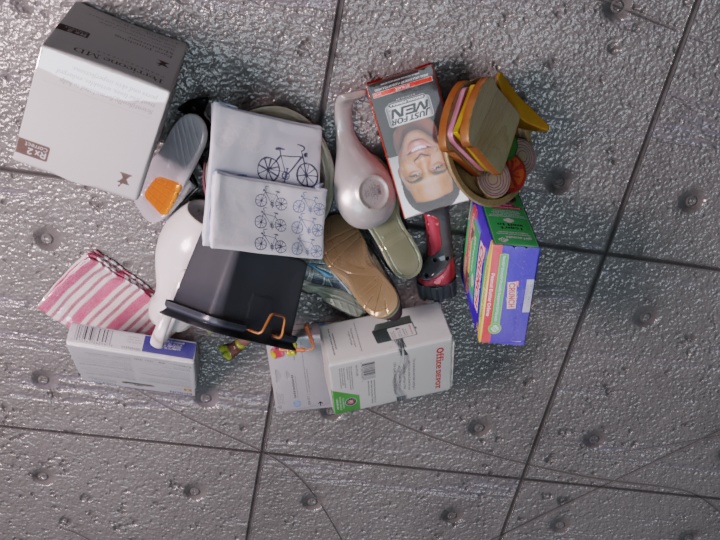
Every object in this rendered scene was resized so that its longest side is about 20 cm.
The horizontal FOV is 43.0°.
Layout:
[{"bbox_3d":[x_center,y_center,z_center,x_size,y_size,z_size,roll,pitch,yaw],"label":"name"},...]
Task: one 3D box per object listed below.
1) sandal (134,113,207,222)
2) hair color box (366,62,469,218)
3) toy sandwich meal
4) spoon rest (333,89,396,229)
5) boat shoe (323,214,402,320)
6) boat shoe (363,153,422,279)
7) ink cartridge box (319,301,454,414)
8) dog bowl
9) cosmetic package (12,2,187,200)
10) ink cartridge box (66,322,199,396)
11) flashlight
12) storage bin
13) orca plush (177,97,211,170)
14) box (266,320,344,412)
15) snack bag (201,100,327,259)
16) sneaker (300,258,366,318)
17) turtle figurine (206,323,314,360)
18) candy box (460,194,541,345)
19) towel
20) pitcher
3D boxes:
[{"bbox_3d":[-0.262,-0.146,1.334,0.207,0.059,0.079,-45,73,36],"label":"sandal"},{"bbox_3d":[0.083,-0.187,1.316,0.101,0.061,0.200,-17,104,6],"label":"hair color box"},{"bbox_3d":[0.192,-0.188,1.292,0.070,0.205,0.205,0,135,50],"label":"toy sandwich meal"},{"bbox_3d":[-0.001,-0.160,1.335,0.099,0.061,0.201,-15,102,-24],"label":"spoon rest"},{"bbox_3d":[0.000,0.000,1.394,0.072,0.200,0.065,-37,151,0],"label":"boat shoe"},{"bbox_3d":[0.034,-0.082,1.400,0.074,0.066,0.200,-30,98,-10],"label":"boat shoe"},{"bbox_3d":[0.043,0.140,1.458,0.199,0.083,0.147,-11,139,-7],"label":"ink cartridge box"},{"bbox_3d":[-0.136,-0.131,1.304,0.200,0.200,0.074,47,152,-26],"label":"dog bowl"},{"bbox_3d":[-0.339,-0.227,1.212,0.164,0.200,0.165,18,118,-14],"label":"cosmetic package"},{"bbox_3d":[-0.360,0.147,1.473,0.196,0.043,0.200,9,158,-6],"label":"ink cartridge box"},{"bbox_3d":[0.111,-0.050,1.430,0.068,0.068,0.200,13,126,37],"label":"flashlight"},{"bbox_3d":[-0.162,0.028,1.307,0.200,0.145,0.135,19,88,-52],"label":"storage bin"},{"bbox_3d":[-0.193,-0.158,1.337,0.105,0.071,0.200,-16,120,5],"label":"orca plush"},{"bbox_3d":[-0.053,0.162,1.555,0.199,0.041,0.156,-6,120,-2],"label":"box"},{"bbox_3d":[-0.125,-0.120,1.253,0.188,0.021,0.201,7,84,-37],"label":"snack bag"},{"bbox_3d":[-0.069,-0.002,1.450,0.200,0.078,0.086,27,86,-9],"label":"sneaker"},{"bbox_3d":[-0.173,0.066,1.470,0.161,0.064,0.200,-29,107,23],"label":"turtle figurine"},{"bbox_3d":[0.207,-0.012,1.377,0.077,0.200,0.169,1,120,-5],"label":"candy box"},{"bbox_3d":[-0.402,0.070,1.483,0.200,0.030,0.146,39,112,-23],"label":"towel"},{"bbox_3d":[-0.261,0.008,1.373,0.121,0.172,0.200,22,118,-10],"label":"pitcher"}]
